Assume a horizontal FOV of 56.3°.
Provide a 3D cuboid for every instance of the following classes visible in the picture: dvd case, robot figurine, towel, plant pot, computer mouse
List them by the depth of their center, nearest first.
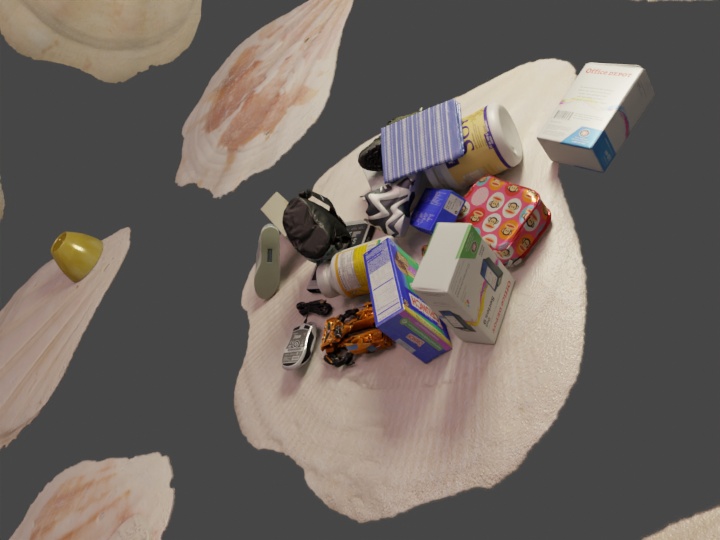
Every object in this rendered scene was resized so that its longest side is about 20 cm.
[{"bbox_3d":[0.135,-0.284,1.489,0.197,0.024,0.148,-15,65,29],"label":"towel"},{"bbox_3d":[-0.012,0.135,1.502,0.197,0.058,0.147,-18,47,33],"label":"robot figurine"},{"bbox_3d":[-0.135,0.160,1.620,0.108,0.044,0.203,-8,48,35],"label":"computer mouse"},{"bbox_3d":[-0.047,-0.037,1.708,0.148,0.025,0.203,-4,58,42],"label":"dvd case"},{"bbox_3d":[-1.175,-0.076,2.754,0.198,0.142,0.203,-26,43,27],"label":"plant pot"}]

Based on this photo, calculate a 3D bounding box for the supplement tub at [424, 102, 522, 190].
[{"bbox_3d":[0.248,-0.270,1.512,0.197,0.145,0.148,-22,45,30],"label":"supplement tub"}]

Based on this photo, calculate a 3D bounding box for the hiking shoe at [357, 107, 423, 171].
[{"bbox_3d":[0.080,-0.311,1.609,0.197,0.076,0.101,-29,32,9],"label":"hiking shoe"}]

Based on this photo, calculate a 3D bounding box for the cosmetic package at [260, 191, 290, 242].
[{"bbox_3d":[-0.190,-0.128,1.861,0.073,0.103,0.200,-46,39,1],"label":"cosmetic package"}]

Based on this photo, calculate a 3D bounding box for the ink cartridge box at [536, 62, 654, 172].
[{"bbox_3d":[0.478,-0.315,1.371,0.202,0.084,0.144,-55,39,-5],"label":"ink cartridge box"}]

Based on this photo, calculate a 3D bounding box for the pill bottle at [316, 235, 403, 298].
[{"bbox_3d":[0.000,0.000,1.547,0.197,0.113,0.115,-17,48,27],"label":"pill bottle"}]

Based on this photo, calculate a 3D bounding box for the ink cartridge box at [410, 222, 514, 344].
[{"bbox_3d":[0.199,0.026,1.273,0.086,0.200,0.147,4,61,41],"label":"ink cartridge box"}]

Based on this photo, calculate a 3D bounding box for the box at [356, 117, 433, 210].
[{"bbox_3d":[0.095,-0.254,1.679,0.151,0.106,0.202,-36,40,15],"label":"box"}]

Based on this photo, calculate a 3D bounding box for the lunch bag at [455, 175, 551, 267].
[{"bbox_3d":[0.276,-0.095,1.391,0.177,0.082,0.199,-52,38,-3],"label":"lunch bag"}]

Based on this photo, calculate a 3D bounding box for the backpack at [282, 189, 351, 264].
[{"bbox_3d":[-0.105,-0.094,1.637,0.125,0.200,0.169,-33,80,13],"label":"backpack"}]

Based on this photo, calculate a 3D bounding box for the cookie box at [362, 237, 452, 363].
[{"bbox_3d":[0.094,0.061,1.372,0.075,0.171,0.203,-33,41,22],"label":"cookie box"}]

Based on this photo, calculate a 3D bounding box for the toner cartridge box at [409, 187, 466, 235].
[{"bbox_3d":[0.164,-0.128,1.484,0.096,0.043,0.200,-60,13,3],"label":"toner cartridge box"}]

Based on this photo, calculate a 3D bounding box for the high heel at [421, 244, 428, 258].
[{"bbox_3d":[0.156,-0.036,1.410,0.072,0.142,0.200,-46,38,3],"label":"high heel"}]

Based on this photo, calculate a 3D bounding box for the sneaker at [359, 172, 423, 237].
[{"bbox_3d":[0.064,-0.185,1.544,0.127,0.079,0.204,15,95,19],"label":"sneaker"}]

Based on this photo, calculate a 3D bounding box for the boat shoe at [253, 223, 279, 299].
[{"bbox_3d":[-0.249,-0.027,1.823,0.072,0.068,0.206,-115,31,-73],"label":"boat shoe"}]
